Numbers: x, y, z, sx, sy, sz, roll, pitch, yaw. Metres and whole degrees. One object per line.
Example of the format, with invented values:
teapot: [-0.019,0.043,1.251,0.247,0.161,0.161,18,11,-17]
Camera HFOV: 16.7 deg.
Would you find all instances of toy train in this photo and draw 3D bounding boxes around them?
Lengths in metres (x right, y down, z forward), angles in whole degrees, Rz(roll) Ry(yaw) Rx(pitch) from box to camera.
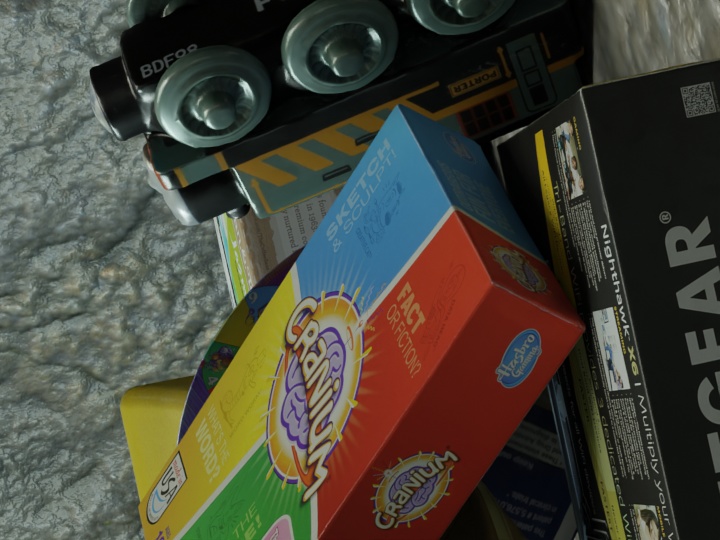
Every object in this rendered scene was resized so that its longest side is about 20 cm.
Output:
toy train: [-0.004,-0.084,0.966,0.114,0.199,0.085,64,-177,-46]

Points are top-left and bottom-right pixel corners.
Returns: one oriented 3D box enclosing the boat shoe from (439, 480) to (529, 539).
boat shoe: [0.050,0.136,0.877,0.064,0.071,0.200,36,-167,-42]

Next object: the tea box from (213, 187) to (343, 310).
tea box: [0.000,0.000,1.286,0.197,0.133,0.201,93,164,-63]

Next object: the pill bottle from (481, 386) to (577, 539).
pill bottle: [0.024,0.113,0.998,0.201,0.111,0.111,-65,10,3]

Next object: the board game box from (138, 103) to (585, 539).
board game box: [-0.007,0.057,0.896,0.200,0.040,0.153,-57,24,17]

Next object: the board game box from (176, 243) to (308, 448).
board game box: [0.019,0.073,1.067,0.039,0.199,0.159,34,114,54]

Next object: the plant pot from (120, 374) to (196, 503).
plant pot: [-0.023,0.147,1.561,0.176,0.199,0.201,154,104,-72]

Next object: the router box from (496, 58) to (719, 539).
router box: [0.103,0.039,0.839,0.157,0.052,0.201,154,104,-82]
